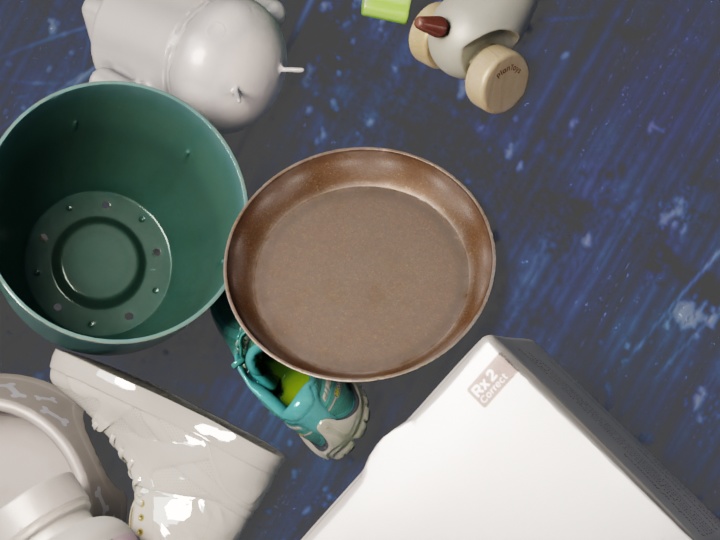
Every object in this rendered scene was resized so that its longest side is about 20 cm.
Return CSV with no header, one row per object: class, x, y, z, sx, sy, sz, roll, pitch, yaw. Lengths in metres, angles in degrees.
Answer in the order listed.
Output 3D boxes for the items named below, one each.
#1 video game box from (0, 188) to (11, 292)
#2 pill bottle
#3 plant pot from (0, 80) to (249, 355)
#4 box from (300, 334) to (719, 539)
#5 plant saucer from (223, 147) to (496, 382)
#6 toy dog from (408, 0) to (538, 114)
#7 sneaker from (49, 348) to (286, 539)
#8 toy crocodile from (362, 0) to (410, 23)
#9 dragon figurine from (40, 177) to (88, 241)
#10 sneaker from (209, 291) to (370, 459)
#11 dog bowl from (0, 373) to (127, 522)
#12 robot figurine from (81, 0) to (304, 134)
video game box,-0.338,0.023,1.590,0.047,0.183,0.201,24,49,3
pill bottle,-0.193,0.252,1.454,0.112,0.112,0.201,-37,80,18
plant pot,-0.195,-0.025,1.537,0.199,0.161,0.202,3,75,-11
box,0.099,0.178,1.273,0.200,0.131,0.199,45,101,16
plant saucer,0.000,0.000,1.453,0.198,0.032,0.201,-2,57,3
toy dog,0.099,-0.221,1.468,0.131,0.096,0.202,10,80,36
sneaker,-0.168,0.146,1.508,0.199,0.074,0.116,27,92,13
toy crocodile,0.039,-0.290,1.532,0.067,0.062,0.202,16,82,-5
dragon figurine,-0.295,-0.054,1.701,0.199,0.059,0.100,16,85,40
sneaker,-0.062,0.058,1.486,0.078,0.079,0.200,-52,43,8
dog bowl,-0.285,0.183,1.555,0.198,0.059,0.202,1,94,11
robot figurine,-0.138,-0.178,1.605,0.199,0.113,0.169,26,55,38
